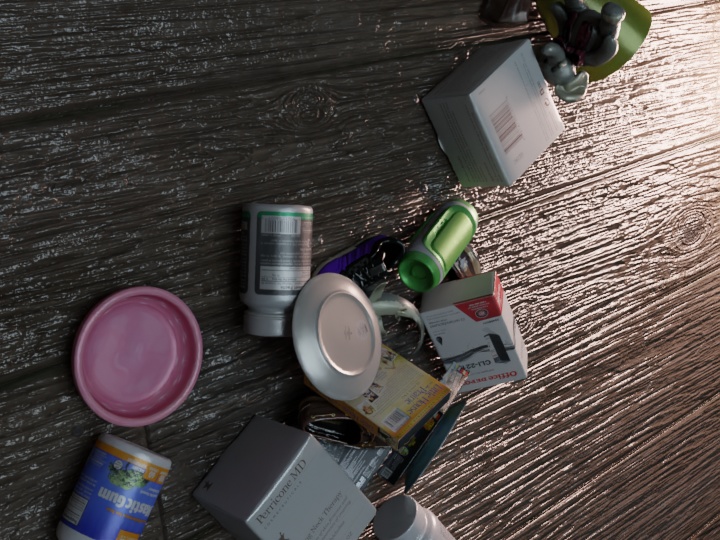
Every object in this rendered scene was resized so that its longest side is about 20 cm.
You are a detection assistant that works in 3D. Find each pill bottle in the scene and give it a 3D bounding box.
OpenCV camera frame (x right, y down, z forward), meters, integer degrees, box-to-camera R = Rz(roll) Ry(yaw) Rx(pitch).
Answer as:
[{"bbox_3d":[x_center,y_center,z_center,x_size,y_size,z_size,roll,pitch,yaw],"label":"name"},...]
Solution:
[{"bbox_3d":[-0.133,-0.003,1.432,0.112,0.113,0.202,0,95,-40],"label":"pill bottle"},{"bbox_3d":[0.112,0.508,1.688,0.114,0.113,0.200,-51,123,-24],"label":"pill bottle"},{"bbox_3d":[-0.354,0.340,1.282,0.112,0.112,0.202,32,74,-37],"label":"pill bottle"}]

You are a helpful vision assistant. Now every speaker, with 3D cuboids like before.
[{"bbox_3d":[0.141,-0.047,1.649,0.200,0.088,0.089,-50,124,-44],"label":"speaker"}]

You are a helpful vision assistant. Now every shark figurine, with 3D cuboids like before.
[{"bbox_3d":[0.047,0.061,1.617,0.213,0.090,0.129,13,119,-32],"label":"shark figurine"}]

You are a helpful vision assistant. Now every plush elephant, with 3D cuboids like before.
[{"bbox_3d":[0.387,-0.412,1.703,0.155,0.165,0.200,-42,149,-3],"label":"plush elephant"}]

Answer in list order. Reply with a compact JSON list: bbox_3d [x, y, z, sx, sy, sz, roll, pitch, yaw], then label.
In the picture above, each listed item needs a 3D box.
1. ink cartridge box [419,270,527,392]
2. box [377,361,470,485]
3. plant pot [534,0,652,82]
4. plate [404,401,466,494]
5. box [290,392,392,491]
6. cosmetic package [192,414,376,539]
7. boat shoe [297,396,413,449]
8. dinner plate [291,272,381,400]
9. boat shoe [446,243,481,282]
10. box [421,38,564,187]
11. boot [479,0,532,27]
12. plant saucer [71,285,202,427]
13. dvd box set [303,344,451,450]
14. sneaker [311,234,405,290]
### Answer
[{"bbox_3d":[0.212,0.117,1.696,0.084,0.143,0.201,-75,144,-54],"label":"ink cartridge box"},{"bbox_3d":[0.111,0.268,1.605,0.137,0.040,0.201,-45,167,-54],"label":"box"},{"bbox_3d":[0.446,-0.514,1.837,0.199,0.187,0.188,36,72,-24],"label":"plant pot"},{"bbox_3d":[0.128,0.315,1.663,0.025,0.200,0.201,33,68,6],"label":"plate"},{"bbox_3d":[-0.013,0.257,1.559,0.160,0.044,0.201,40,67,-6],"label":"box"},{"bbox_3d":[-0.119,0.365,1.446,0.168,0.166,0.201,-51,122,-24],"label":"cosmetic package"},{"bbox_3d":[-0.005,0.258,1.488,0.198,0.070,0.071,10,108,-10],"label":"boat shoe"},{"bbox_3d":[-0.028,0.101,1.430,0.199,0.024,0.202,18,65,-45],"label":"dinner plate"},{"bbox_3d":[0.202,0.044,1.752,0.073,0.074,0.201,-30,104,-23],"label":"boat shoe"},{"bbox_3d":[0.250,-0.290,1.711,0.200,0.130,0.200,-45,120,-28],"label":"box"},{"bbox_3d":[0.336,-0.537,1.734,0.064,0.185,0.201,47,61,-54],"label":"boot"},{"bbox_3d":[-0.325,0.121,1.324,0.199,0.051,0.203,-6,99,-40],"label":"plant saucer"},{"bbox_3d":[0.027,0.188,1.489,0.146,0.199,0.030,-37,147,-38],"label":"dvd box set"},{"bbox_3d":[0.000,-0.001,1.550,0.200,0.099,0.070,-40,116,-30],"label":"sneaker"}]
